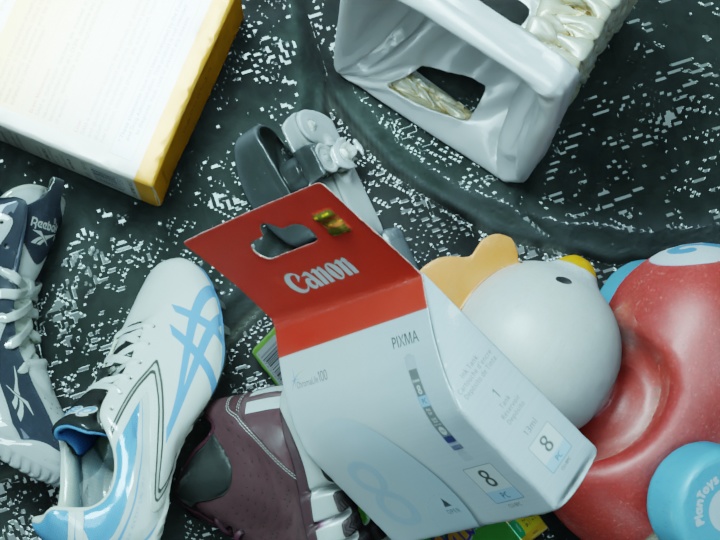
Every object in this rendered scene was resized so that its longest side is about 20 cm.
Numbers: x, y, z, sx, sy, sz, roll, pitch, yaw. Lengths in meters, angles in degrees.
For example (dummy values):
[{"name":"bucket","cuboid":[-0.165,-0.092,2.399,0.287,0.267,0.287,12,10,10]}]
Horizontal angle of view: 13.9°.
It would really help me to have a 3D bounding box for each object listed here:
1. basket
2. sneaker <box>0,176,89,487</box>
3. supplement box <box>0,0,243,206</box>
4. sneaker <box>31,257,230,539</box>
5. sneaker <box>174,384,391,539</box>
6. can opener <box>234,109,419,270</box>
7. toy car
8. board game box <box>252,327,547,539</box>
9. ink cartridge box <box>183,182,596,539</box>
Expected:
[{"name":"basket","cuboid":[0.075,-0.149,1.616,0.135,0.200,0.123,34,77,4]},{"name":"sneaker","cuboid":[-0.194,0.015,1.649,0.130,0.079,0.199,-45,74,3]},{"name":"supplement box","cuboid":[-0.181,-0.134,1.672,0.200,0.074,0.126,23,83,3]},{"name":"sneaker","cuboid":[-0.125,0.072,1.616,0.072,0.072,0.200,37,51,-31]},{"name":"sneaker","cuboid":[-0.039,0.154,1.645,0.115,0.076,0.200,-6,103,31]},{"name":"can opener","cuboid":[0.000,0.000,1.673,0.066,0.053,0.200,-33,80,30]},{"name":"toy car","cuboid":[0.118,0.038,1.558,0.200,0.184,0.177,33,83,-25]},{"name":"board game box","cuboid":[0.025,0.099,1.631,0.030,0.096,0.200,-31,81,-36]},{"name":"ink cartridge box","cuboid":[0.003,0.052,1.502,0.200,0.160,0.047,44,62,-15]}]
